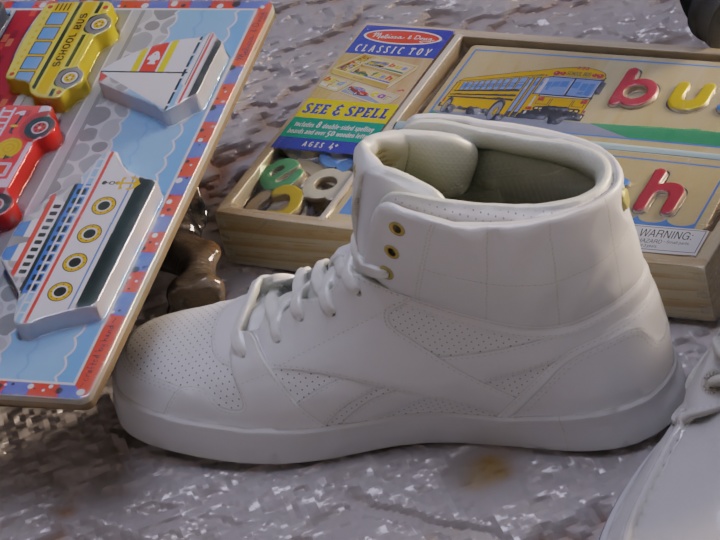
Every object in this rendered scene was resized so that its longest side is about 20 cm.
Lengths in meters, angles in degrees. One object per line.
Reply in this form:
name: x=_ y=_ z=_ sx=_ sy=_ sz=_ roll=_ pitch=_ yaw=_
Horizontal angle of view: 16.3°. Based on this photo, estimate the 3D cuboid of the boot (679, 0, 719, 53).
boot: x=0.126 y=-0.189 z=1.011 sx=0.164 sy=0.066 sz=0.200 roll=-33 pitch=64 yaw=-30

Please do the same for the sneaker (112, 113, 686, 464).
sneaker: x=0.000 y=0.000 z=0.823 sx=0.199 sy=0.116 sz=0.074 roll=-4 pitch=38 yaw=18

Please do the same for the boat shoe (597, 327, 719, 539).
boat shoe: x=0.132 y=0.038 z=0.762 sx=0.072 sy=0.066 sz=0.200 roll=20 pitch=48 yaw=39

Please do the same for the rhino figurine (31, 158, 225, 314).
rhino figurine: x=-0.149 y=-0.005 z=0.933 sx=0.199 sy=0.060 sz=0.088 roll=-13 pitch=39 yaw=6

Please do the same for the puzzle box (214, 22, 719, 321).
puzzle box: x=0.061 y=-0.042 z=0.933 sx=0.199 sy=0.026 sz=0.133 roll=7 pitch=40 yaw=28

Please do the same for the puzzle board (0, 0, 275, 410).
puzzle board: x=-0.129 y=-0.033 z=0.898 sx=0.150 sy=0.017 sz=0.201 roll=1 pitch=46 yaw=23
